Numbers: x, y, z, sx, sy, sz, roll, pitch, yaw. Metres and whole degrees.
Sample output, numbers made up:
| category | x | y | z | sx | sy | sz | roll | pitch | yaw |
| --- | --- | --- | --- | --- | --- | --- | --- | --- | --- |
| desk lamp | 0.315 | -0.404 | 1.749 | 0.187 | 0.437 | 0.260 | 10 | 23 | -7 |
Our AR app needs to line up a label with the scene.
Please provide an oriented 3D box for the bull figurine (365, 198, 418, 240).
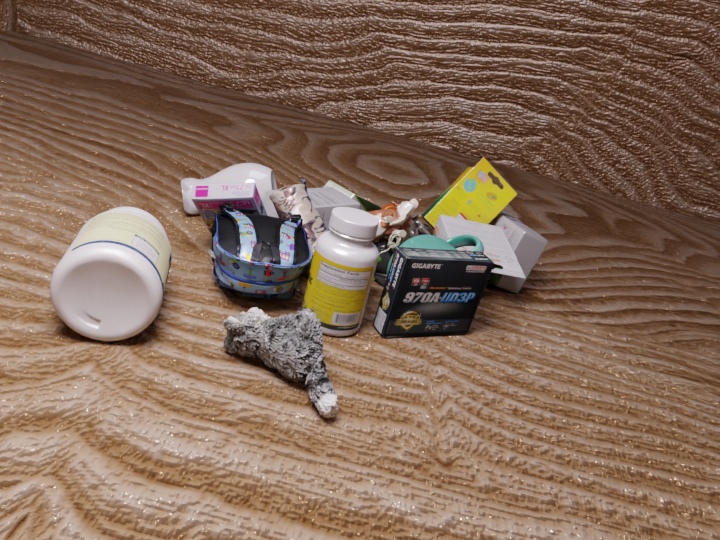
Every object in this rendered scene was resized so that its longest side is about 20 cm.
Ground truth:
| category | x | y | z | sx | sy | sz | roll | pitch | yaw |
| --- | --- | --- | --- | --- | --- | --- | --- | --- | --- |
| bull figurine | 0.033 | -0.094 | 1.201 | 0.198 | 0.066 | 0.121 | -18 | 13 | -1 |

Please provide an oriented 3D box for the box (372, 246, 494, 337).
| category | x | y | z | sx | sy | sz | roll | pitch | yaw |
| --- | --- | --- | --- | --- | --- | --- | --- | --- | --- |
| box | 0.133 | 0.042 | 1.061 | 0.198 | 0.161 | 0.046 | 2 | 26 | -30 |

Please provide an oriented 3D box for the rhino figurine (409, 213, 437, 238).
| category | x | y | z | sx | sy | sz | roll | pitch | yaw |
| --- | --- | --- | --- | --- | --- | --- | --- | --- | --- |
| rhino figurine | 0.144 | -0.090 | 1.420 | 0.088 | 0.060 | 0.200 | 50 | -4 | -13 |

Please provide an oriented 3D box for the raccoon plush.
| category | x | y | z | sx | sy | sz | roll | pitch | yaw |
| --- | --- | --- | --- | --- | --- | --- | --- | --- | --- |
| raccoon plush | -0.118 | 0.120 | 0.817 | 0.132 | 0.098 | 0.200 | -3 | 28 | -21 |

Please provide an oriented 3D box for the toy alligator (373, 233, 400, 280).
| category | x | y | z | sx | sy | sz | roll | pitch | yaw |
| --- | --- | --- | --- | --- | --- | --- | --- | --- | --- |
| toy alligator | 0.000 | 0.000 | 1.133 | 0.059 | 0.200 | 0.054 | 50 | -19 | -7 |

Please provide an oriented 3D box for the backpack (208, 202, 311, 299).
| category | x | y | z | sx | sy | sz | roll | pitch | yaw |
| --- | --- | --- | --- | --- | --- | --- | --- | --- | --- |
| backpack | -0.177 | -0.019 | 1.033 | 0.180 | 0.136 | 0.200 | 8 | 24 | -17 |

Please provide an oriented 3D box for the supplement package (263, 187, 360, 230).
| category | x | y | z | sx | sy | sz | roll | pitch | yaw |
| --- | --- | --- | --- | --- | --- | --- | --- | --- | --- |
| supplement package | -0.116 | -0.117 | 1.328 | 0.199 | 0.115 | 0.109 | -10 | 33 | -45 |

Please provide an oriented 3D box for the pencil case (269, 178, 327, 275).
| category | x | y | z | sx | sy | sz | roll | pitch | yaw |
| --- | --- | --- | --- | --- | --- | --- | --- | --- | --- |
| pencil case | -0.103 | -0.078 | 1.170 | 0.077 | 0.202 | 0.089 | -25 | 2 | 44 |

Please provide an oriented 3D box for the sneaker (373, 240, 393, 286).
| category | x | y | z | sx | sy | sz | roll | pitch | yaw |
| --- | --- | --- | --- | --- | --- | --- | --- | --- | --- |
| sneaker | 0.019 | -0.027 | 1.240 | 0.198 | 0.092 | 0.076 | 13 | 24 | -3 |

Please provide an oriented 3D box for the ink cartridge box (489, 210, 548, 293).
| category | x | y | z | sx | sy | sz | roll | pitch | yaw |
| --- | --- | --- | --- | --- | --- | --- | --- | --- | --- |
| ink cartridge box | 0.344 | -0.060 | 1.438 | 0.083 | 0.146 | 0.200 | 17 | 19 | -27 |

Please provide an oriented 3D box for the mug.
| category | x | y | z | sx | sy | sz | roll | pitch | yaw |
| --- | --- | --- | --- | --- | --- | --- | --- | --- | --- |
| mug | 0.141 | 0.005 | 1.148 | 0.183 | 0.154 | 0.114 | -10 | 32 | -24 |

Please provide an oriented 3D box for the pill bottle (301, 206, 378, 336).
| category | x | y | z | sx | sy | sz | roll | pitch | yaw |
| --- | --- | --- | --- | --- | --- | --- | --- | --- | --- |
| pill bottle | -0.031 | 0.000 | 0.996 | 0.110 | 0.202 | 0.112 | 13 | 22 | -5 |

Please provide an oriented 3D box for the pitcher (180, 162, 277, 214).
| category | x | y | z | sx | sy | sz | roll | pitch | yaw |
| --- | --- | --- | --- | --- | --- | --- | --- | --- | --- |
| pitcher | -0.293 | -0.181 | 1.354 | 0.197 | 0.123 | 0.172 | -7 | 7 | 2 |

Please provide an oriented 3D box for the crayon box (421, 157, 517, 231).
| category | x | y | z | sx | sy | sz | roll | pitch | yaw |
| --- | --- | --- | --- | --- | --- | --- | --- | --- | --- |
| crayon box | 0.260 | -0.155 | 1.396 | 0.127 | 0.200 | 0.051 | 45 | 4 | -9 |

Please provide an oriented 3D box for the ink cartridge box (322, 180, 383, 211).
| category | x | y | z | sx | sy | sz | roll | pitch | yaw |
| --- | --- | --- | --- | --- | --- | --- | --- | --- | --- |
| ink cartridge box | 0.005 | -0.137 | 1.444 | 0.199 | 0.048 | 0.146 | 35 | -8 | 38 |

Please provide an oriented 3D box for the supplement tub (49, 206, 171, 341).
| category | x | y | z | sx | sy | sz | roll | pitch | yaw |
| --- | --- | --- | --- | --- | --- | --- | --- | --- | --- |
| supplement tub | -0.360 | -0.004 | 0.868 | 0.143 | 0.146 | 0.200 | 9 | 23 | -15 |

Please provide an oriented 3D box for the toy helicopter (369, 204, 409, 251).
| category | x | y | z | sx | sy | sz | roll | pitch | yaw |
| --- | --- | --- | --- | --- | --- | --- | --- | --- | --- |
| toy helicopter | 0.015 | -0.064 | 1.306 | 0.198 | 0.134 | 0.079 | -11 | 25 | -13 |

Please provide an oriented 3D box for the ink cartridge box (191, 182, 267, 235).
| category | x | y | z | sx | sy | sz | roll | pitch | yaw |
| --- | --- | --- | --- | --- | --- | --- | --- | --- | --- |
| ink cartridge box | -0.246 | -0.103 | 1.156 | 0.118 | 0.200 | 0.042 | -1 | 65 | 3 |

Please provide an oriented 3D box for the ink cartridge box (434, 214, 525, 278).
| category | x | y | z | sx | sy | sz | roll | pitch | yaw |
| --- | --- | --- | --- | --- | --- | --- | --- | --- | --- |
| ink cartridge box | 0.260 | -0.041 | 1.289 | 0.160 | 0.050 | 0.201 | 10 | 37 | -13 |
